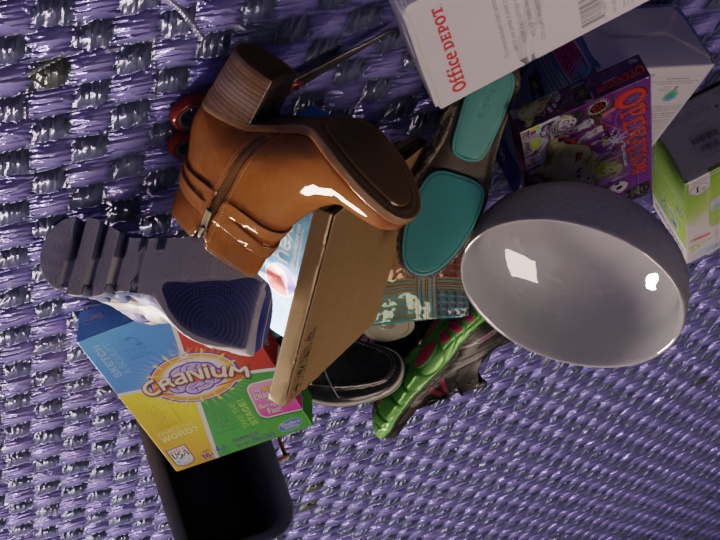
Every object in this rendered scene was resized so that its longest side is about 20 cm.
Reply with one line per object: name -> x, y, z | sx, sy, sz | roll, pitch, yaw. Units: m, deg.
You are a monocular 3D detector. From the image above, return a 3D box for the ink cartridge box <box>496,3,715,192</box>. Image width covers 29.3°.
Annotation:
ink cartridge box -> 0.205, -0.142, 1.247 | 0.135, 0.077, 0.201 | -7, 146, -28

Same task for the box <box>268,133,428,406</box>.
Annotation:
box -> -0.010, -0.001, 1.168 | 0.163, 0.021, 0.202 | -41, 152, -50

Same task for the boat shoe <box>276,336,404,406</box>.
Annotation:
boat shoe -> -0.053, 0.085, 1.366 | 0.197, 0.075, 0.063 | 10, 148, 2

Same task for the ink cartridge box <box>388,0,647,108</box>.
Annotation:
ink cartridge box -> 0.116, -0.227, 1.015 | 0.198, 0.083, 0.147 | -27, 153, 2

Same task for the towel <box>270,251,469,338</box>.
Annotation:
towel -> 0.000, 0.000, 1.278 | 0.197, 0.022, 0.148 | -5, 134, 3

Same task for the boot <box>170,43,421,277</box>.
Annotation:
boot -> -0.053, -0.053, 1.031 | 0.073, 0.200, 0.156 | -14, 140, -51

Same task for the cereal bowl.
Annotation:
cereal bowl -> 0.192, -0.007, 1.202 | 0.197, 0.084, 0.201 | 16, 144, 12

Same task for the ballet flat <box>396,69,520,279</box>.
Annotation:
ballet flat -> 0.082, -0.092, 1.173 | 0.067, 0.075, 0.203 | 18, 101, -10

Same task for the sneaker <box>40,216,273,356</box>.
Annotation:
sneaker -> -0.156, 0.011, 1.151 | 0.115, 0.197, 0.082 | 31, 76, -74

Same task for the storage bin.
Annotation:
storage bin -> -0.152, 0.206, 1.447 | 0.144, 0.202, 0.135 | -17, 163, -16

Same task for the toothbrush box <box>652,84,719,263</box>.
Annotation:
toothbrush box -> 0.387, -0.110, 1.452 | 0.144, 0.087, 0.200 | -26, 154, 1

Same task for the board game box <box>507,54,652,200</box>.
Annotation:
board game box -> 0.197, -0.102, 1.207 | 0.119, 0.033, 0.200 | -28, 152, -1

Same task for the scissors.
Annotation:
scissors -> -0.063, -0.141, 1.096 | 0.198, 0.014, 0.073 | -22, 150, -10

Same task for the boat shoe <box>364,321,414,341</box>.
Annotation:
boat shoe -> 0.006, -0.014, 1.329 | 0.071, 0.068, 0.201 | -8, 141, 11

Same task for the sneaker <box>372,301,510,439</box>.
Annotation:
sneaker -> 0.081, 0.110, 1.400 | 0.083, 0.077, 0.200 | 30, 121, -22

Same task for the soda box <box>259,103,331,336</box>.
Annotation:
soda box -> -0.046, -0.035, 1.168 | 0.064, 0.067, 0.202 | -42, 154, -42

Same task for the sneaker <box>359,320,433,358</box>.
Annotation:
sneaker -> 0.014, 0.087, 1.476 | 0.079, 0.087, 0.200 | -2, 144, -37

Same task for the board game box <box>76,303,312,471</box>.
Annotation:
board game box -> -0.151, 0.093, 1.290 | 0.151, 0.041, 0.201 | -20, 131, 12
